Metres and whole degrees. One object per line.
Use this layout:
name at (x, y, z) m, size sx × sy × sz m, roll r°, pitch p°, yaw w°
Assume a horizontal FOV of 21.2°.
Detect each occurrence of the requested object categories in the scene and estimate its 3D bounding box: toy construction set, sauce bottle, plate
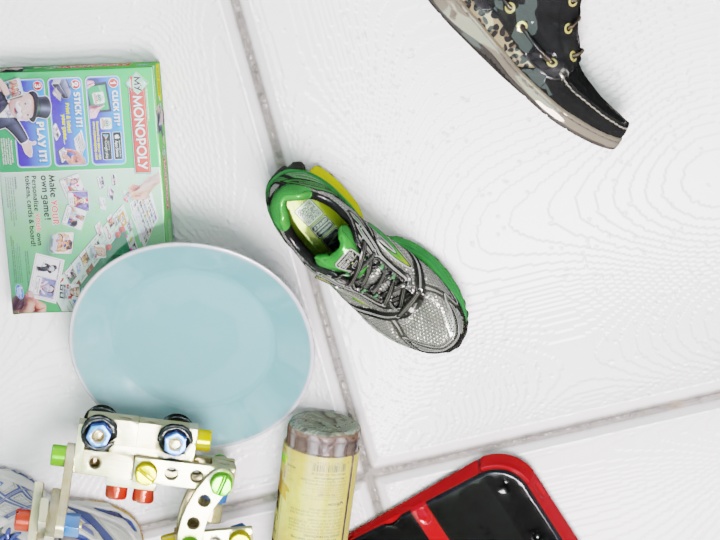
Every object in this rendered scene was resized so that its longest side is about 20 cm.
toy construction set at (-0.180, 0.182, 1.557) m, size 0.200 × 0.092 × 0.131 m, roll 5°, pitch 99°, yaw -21°
sauce bottle at (-0.042, 0.218, 1.589) m, size 0.065 × 0.065 × 0.200 m, roll 9°, pitch 103°, yaw 3°
plate at (-0.136, 0.058, 1.559) m, size 0.200 × 0.026 × 0.200 m, roll 1°, pitch 122°, yaw 2°

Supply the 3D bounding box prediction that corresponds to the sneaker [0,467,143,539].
sneaker at (-0.282, 0.217, 1.600) m, size 0.200 × 0.088 × 0.075 m, roll 9°, pitch 106°, yaw 4°

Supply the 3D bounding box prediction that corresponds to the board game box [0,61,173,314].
board game box at (-0.222, -0.066, 1.555) m, size 0.134 × 0.029 × 0.200 m, roll -1°, pitch 103°, yaw 5°

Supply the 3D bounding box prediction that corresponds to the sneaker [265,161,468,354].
sneaker at (0.000, 0.000, 1.522) m, size 0.200 × 0.085 × 0.078 m, roll 38°, pitch 104°, yaw -5°

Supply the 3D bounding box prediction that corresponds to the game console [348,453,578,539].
game console at (0.105, 0.267, 1.610) m, size 0.177 × 0.031 × 0.200 m, roll -31°, pitch 98°, yaw 17°

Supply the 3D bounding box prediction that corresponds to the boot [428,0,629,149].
boot at (0.162, -0.204, 1.466) m, size 0.200 × 0.073 × 0.151 m, roll 43°, pitch 104°, yaw 0°
